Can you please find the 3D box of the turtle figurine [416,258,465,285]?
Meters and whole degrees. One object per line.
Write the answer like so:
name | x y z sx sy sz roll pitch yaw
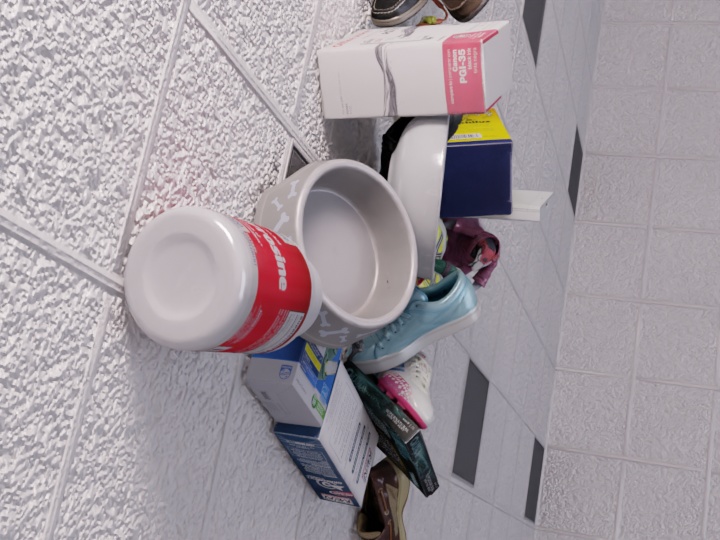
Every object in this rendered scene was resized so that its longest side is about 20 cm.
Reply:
turtle figurine | 0.057 0.009 1.322 0.149 0.101 0.201 -35 141 -10

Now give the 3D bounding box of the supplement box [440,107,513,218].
supplement box | 0.164 -0.166 1.459 0.201 0.107 0.111 -91 178 -66

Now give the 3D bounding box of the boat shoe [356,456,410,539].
boat shoe | 0.022 0.358 1.370 0.071 0.072 0.203 -15 124 -37

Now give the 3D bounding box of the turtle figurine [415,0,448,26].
turtle figurine | 0.091 -0.286 1.382 0.163 0.063 0.201 -64 144 -34

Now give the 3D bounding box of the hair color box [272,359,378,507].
hair color box | -0.037 0.194 1.150 0.201 0.060 0.101 67 34 -52

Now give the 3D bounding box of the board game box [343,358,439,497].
board game box | 0.038 0.208 1.251 0.028 0.135 0.201 -41 149 -13

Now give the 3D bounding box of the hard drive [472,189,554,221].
hard drive | 0.194 -0.105 1.513 0.132 0.197 0.027 -35 128 -64

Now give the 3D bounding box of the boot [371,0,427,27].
boot | 0.050 -0.422 1.221 0.201 0.072 0.151 -57 141 -27

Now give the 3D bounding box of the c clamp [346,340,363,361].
c clamp | 0.000 0.000 1.176 0.171 0.027 0.204 139 -46 -72

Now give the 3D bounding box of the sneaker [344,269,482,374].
sneaker | 0.060 0.060 1.263 0.074 0.198 0.083 40 -25 63

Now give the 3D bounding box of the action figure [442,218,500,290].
action figure | 0.180 -0.027 1.523 0.200 0.147 0.136 9 -61 70

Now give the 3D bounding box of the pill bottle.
pill bottle | -0.106 0.014 0.835 0.200 0.110 0.114 16 80 -70

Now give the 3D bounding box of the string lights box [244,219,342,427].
string lights box | -0.058 0.055 1.057 0.103 0.058 0.203 64 36 -54

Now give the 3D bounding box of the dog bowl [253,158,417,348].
dog bowl | -0.018 -0.023 1.009 0.198 0.058 0.204 16 66 -41

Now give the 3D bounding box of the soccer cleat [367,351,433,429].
soccer cleat | 0.062 0.142 1.262 0.070 0.086 0.200 53 -7 -18

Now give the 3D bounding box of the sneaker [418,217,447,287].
sneaker | 0.088 -0.009 1.429 0.077 0.074 0.202 -63 149 -47

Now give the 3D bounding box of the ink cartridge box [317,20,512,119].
ink cartridge box | 0.065 -0.234 1.126 0.147 0.197 0.084 -47 135 -59

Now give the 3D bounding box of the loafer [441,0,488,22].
loafer | 0.117 -0.417 1.344 0.070 0.073 0.201 25 28 -39

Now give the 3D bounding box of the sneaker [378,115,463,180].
sneaker | 0.054 -0.148 1.257 0.090 0.076 0.202 -12 132 -52

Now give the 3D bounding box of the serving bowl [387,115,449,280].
serving bowl | 0.065 -0.092 1.144 0.200 0.065 0.204 6 90 -86
